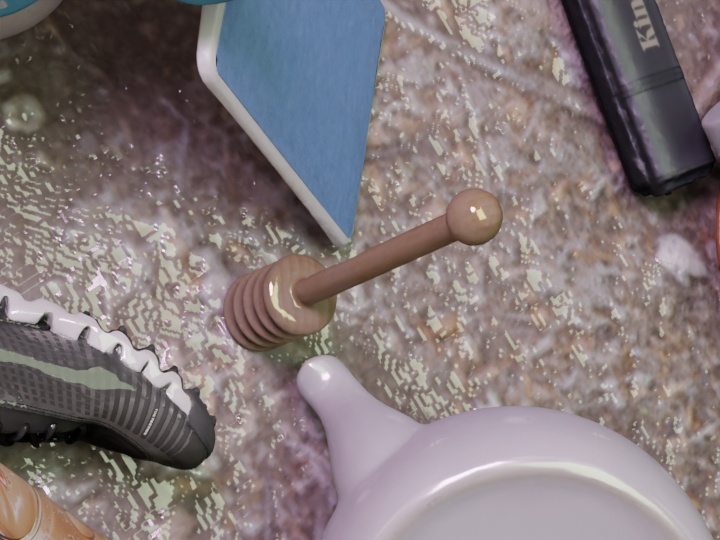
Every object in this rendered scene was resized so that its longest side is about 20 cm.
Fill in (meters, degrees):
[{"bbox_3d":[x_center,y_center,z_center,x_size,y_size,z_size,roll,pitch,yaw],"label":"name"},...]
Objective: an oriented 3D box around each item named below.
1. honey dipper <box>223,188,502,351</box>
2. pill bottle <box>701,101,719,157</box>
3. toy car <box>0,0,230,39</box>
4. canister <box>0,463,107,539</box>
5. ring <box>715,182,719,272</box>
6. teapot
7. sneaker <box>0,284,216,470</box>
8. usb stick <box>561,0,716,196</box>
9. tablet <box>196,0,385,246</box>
[{"bbox_3d":[0.000,0.000,0.902,0.038,0.200,0.038,7,75,-28],"label":"honey dipper"},{"bbox_3d":[0.262,-0.013,1.094,0.109,0.109,0.201,-36,98,-32],"label":"pill bottle"},{"bbox_3d":[-0.135,-0.156,0.864,0.176,0.200,0.185,-7,65,-22],"label":"toy car"},{"bbox_3d":[-0.179,0.112,0.784,0.200,0.086,0.149,42,24,-35],"label":"canister"},{"bbox_3d":[0.279,-0.009,1.179,0.199,0.019,0.202,7,76,-29],"label":"ring"},{"bbox_3d":[0.067,0.148,0.948,0.196,0.146,0.201,2,99,-5],"label":"teapot"},{"bbox_3d":[-0.157,0.049,0.881,0.199,0.066,0.091,30,68,-17],"label":"sneaker"},{"bbox_3d":[0.133,-0.136,1.113,0.055,0.033,0.201,-19,88,-32],"label":"usb stick"},{"bbox_3d":[-0.028,-0.104,0.944,0.200,0.014,0.131,50,45,-63],"label":"tablet"}]
